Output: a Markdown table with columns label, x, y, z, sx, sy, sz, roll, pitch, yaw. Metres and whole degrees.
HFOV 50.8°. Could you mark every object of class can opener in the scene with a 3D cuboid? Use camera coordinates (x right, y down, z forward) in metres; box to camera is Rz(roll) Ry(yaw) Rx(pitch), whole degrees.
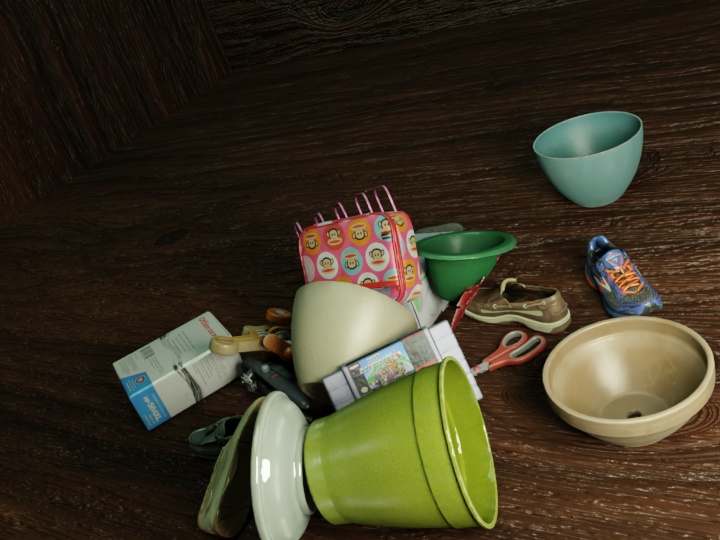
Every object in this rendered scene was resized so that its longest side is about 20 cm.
| label | x | y | z | sx | sy | sz | roll | pitch | yaw |
| --- | --- | --- | --- | --- | --- | --- | --- | --- | --- |
| can opener | -0.133 | 0.188 | 1.233 | 0.079 | 0.063 | 0.200 | -32 | 29 | -22 |

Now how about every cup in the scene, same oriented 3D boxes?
| label | x | y | z | sx | sy | sz | roll | pitch | yaw |
| --- | --- | --- | --- | --- | --- | --- | --- | --- | --- |
| cup | -0.025 | 0.127 | 1.165 | 0.200 | 0.200 | 0.143 | -2 | 57 | 32 |

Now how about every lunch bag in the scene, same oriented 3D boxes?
| label | x | y | z | sx | sy | sz | roll | pitch | yaw |
| --- | --- | --- | --- | --- | --- | --- | --- | --- | --- |
| lunch bag | 0.000 | 0.000 | 1.228 | 0.200 | 0.176 | 0.082 | -9 | 2 | 37 |

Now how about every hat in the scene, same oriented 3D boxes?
| label | x | y | z | sx | sy | sz | roll | pitch | yaw |
| --- | --- | --- | --- | --- | --- | --- | --- | --- | --- |
| hat | 0.166 | 0.040 | 1.255 | 0.200 | 0.176 | 0.166 | -14 | 17 | -28 |

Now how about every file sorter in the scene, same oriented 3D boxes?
| label | x | y | z | sx | sy | sz | roll | pitch | yaw |
| --- | --- | --- | --- | --- | --- | --- | --- | --- | --- |
| file sorter | -0.023 | -0.078 | 1.529 | 0.200 | 0.126 | 0.139 | -25 | 6 | -7 |

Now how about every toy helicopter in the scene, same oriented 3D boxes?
| label | x | y | z | sx | sy | sz | roll | pitch | yaw |
| --- | --- | --- | --- | --- | --- | --- | --- | --- | --- |
| toy helicopter | -0.165 | 0.126 | 1.282 | 0.132 | 0.079 | 0.200 | 26 | 17 | 38 |

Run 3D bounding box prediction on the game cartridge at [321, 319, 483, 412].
| label | x | y | z | sx | sy | sz | roll | pitch | yaw |
| --- | --- | --- | --- | --- | --- | --- | --- | --- | --- |
| game cartridge | 0.059 | 0.165 | 1.077 | 0.200 | 0.130 | 0.038 | -25 | 3 | -7 |

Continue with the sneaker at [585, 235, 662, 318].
| label | x | y | z | sx | sy | sz | roll | pitch | yaw |
| --- | --- | --- | --- | --- | --- | --- | --- | --- | --- |
| sneaker | 0.396 | 0.010 | 1.174 | 0.075 | 0.079 | 0.200 | -22 | 27 | -1 |

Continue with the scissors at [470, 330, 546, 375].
| label | x | y | z | sx | sy | sz | roll | pitch | yaw |
| --- | --- | --- | --- | --- | --- | --- | --- | --- | --- |
| scissors | 0.190 | 0.146 | 1.140 | 0.200 | 0.014 | 0.073 | -30 | 30 | -19 |

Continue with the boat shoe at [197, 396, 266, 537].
| label | x | y | z | sx | sy | sz | roll | pitch | yaw |
| --- | --- | --- | --- | --- | --- | --- | --- | --- | --- |
| boat shoe | -0.174 | 0.269 | 1.065 | 0.064 | 0.071 | 0.200 | -9 | 48 | 43 |

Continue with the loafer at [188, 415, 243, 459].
| label | x | y | z | sx | sy | sz | roll | pitch | yaw |
| --- | --- | --- | --- | --- | --- | --- | --- | --- | --- |
| loafer | -0.182 | 0.244 | 1.167 | 0.200 | 0.063 | 0.072 | -9 | 30 | 22 |

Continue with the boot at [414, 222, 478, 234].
| label | x | y | z | sx | sy | sz | roll | pitch | yaw |
| --- | --- | --- | --- | --- | --- | --- | --- | --- | --- |
| boot | 0.183 | -0.063 | 1.473 | 0.200 | 0.068 | 0.131 | -7 | 25 | 23 |

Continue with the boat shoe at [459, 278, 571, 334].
| label | x | y | z | sx | sy | sz | roll | pitch | yaw |
| --- | --- | --- | --- | --- | --- | --- | --- | --- | --- |
| boat shoe | 0.243 | 0.042 | 1.224 | 0.202 | 0.075 | 0.075 | 7 | 39 | 43 |

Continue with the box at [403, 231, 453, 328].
| label | x | y | z | sx | sy | sz | roll | pitch | yaw |
| --- | --- | --- | --- | --- | --- | --- | --- | --- | --- |
| box | 0.068 | 0.025 | 1.357 | 0.176 | 0.097 | 0.200 | -2 | 32 | 36 |

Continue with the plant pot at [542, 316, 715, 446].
| label | x | y | z | sx | sy | sz | roll | pitch | yaw |
| --- | --- | --- | --- | --- | --- | --- | --- | --- | --- |
| plant pot | 0.336 | 0.152 | 0.945 | 0.201 | 0.093 | 0.201 | -17 | 28 | 9 |

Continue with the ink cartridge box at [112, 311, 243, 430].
| label | x | y | z | sx | sy | sz | roll | pitch | yaw |
| --- | --- | --- | --- | --- | --- | --- | --- | --- | --- |
| ink cartridge box | -0.325 | 0.175 | 1.366 | 0.200 | 0.084 | 0.146 | -29 | 29 | -17 |

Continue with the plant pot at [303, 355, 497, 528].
| label | x | y | z | sx | sy | sz | roll | pitch | yaw |
| --- | --- | --- | --- | --- | --- | --- | --- | --- | --- |
| plant pot | 0.043 | 0.223 | 0.916 | 0.193 | 0.201 | 0.200 | -16 | 27 | 18 |

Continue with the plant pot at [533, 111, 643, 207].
| label | x | y | z | sx | sy | sz | roll | pitch | yaw |
| --- | --- | --- | --- | --- | --- | --- | --- | --- | --- |
| plant pot | 0.447 | -0.202 | 1.460 | 0.200 | 0.135 | 0.200 | -16 | 28 | 9 |

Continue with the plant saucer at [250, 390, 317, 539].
| label | x | y | z | sx | sy | sz | roll | pitch | yaw |
| --- | --- | --- | --- | --- | --- | --- | --- | --- | --- |
| plant saucer | -0.083 | 0.250 | 0.948 | 0.050 | 0.200 | 0.200 | -4 | 30 | 11 |
